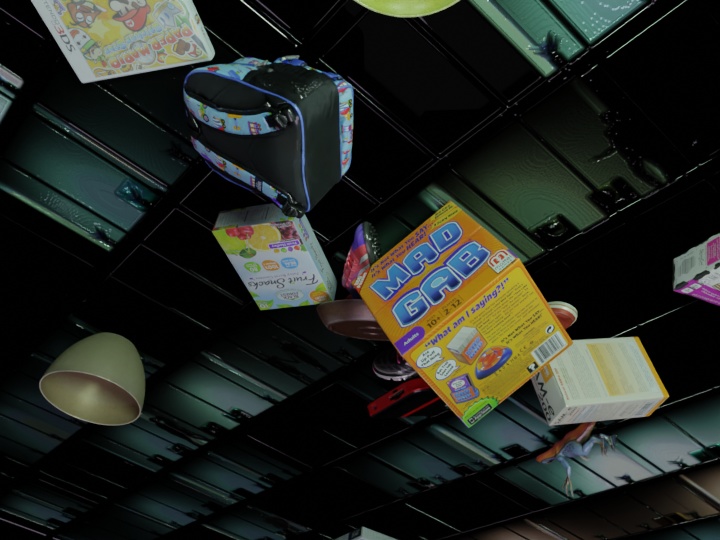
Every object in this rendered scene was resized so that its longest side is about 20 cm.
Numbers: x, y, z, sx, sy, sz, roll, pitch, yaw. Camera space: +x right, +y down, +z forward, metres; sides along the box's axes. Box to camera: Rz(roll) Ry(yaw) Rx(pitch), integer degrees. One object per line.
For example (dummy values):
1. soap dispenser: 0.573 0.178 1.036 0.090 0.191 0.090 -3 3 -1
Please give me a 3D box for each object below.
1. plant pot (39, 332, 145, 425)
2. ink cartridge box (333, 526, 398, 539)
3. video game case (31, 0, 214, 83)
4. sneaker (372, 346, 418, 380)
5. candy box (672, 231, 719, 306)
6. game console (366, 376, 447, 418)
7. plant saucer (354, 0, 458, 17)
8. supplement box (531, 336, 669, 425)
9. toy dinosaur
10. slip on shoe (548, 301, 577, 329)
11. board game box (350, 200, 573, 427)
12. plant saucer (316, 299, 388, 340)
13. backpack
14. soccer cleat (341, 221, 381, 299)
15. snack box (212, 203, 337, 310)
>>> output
1. plant pot: -0.525 0.206 1.402 0.200 0.135 0.200 6 138 5
2. ink cartridge box: 0.031 0.846 2.078 0.200 0.047 0.198 28 134 -22
3. video game case: -0.307 -0.330 0.856 0.200 0.023 0.182 -5 136 15
4. sneaker: 0.107 0.143 1.268 0.200 0.074 0.087 -15 130 21
5. candy box: 0.571 -0.011 0.984 0.136 0.061 0.200 17 153 -9
6. game console: 0.126 0.252 1.366 0.177 0.031 0.200 3 152 -32
7. plant saucer: 0.050 -0.373 0.738 0.200 0.031 0.200 6 138 5
8. supplement box: 0.403 0.188 1.184 0.200 0.126 0.074 -1 141 -15
9. toy dinosaur: 0.454 0.373 1.484 0.181 0.105 0.200 -12 98 39
10. slip on shoe: 0.304 0.120 1.214 0.074 0.061 0.200 30 133 -19
11. board game box: 0.146 0.062 1.019 0.200 0.200 0.200 -39 126 2
12. plant saucer: 0.022 0.091 1.192 0.200 0.035 0.200 5 164 2
13. backpack: -0.124 -0.189 0.891 0.200 0.135 0.183 24 141 24
14. soccer cleat: 0.000 0.000 1.132 0.073 0.068 0.200 -2 141 7
15. snack box: -0.137 -0.020 1.144 0.142 0.053 0.200 -6 136 18
